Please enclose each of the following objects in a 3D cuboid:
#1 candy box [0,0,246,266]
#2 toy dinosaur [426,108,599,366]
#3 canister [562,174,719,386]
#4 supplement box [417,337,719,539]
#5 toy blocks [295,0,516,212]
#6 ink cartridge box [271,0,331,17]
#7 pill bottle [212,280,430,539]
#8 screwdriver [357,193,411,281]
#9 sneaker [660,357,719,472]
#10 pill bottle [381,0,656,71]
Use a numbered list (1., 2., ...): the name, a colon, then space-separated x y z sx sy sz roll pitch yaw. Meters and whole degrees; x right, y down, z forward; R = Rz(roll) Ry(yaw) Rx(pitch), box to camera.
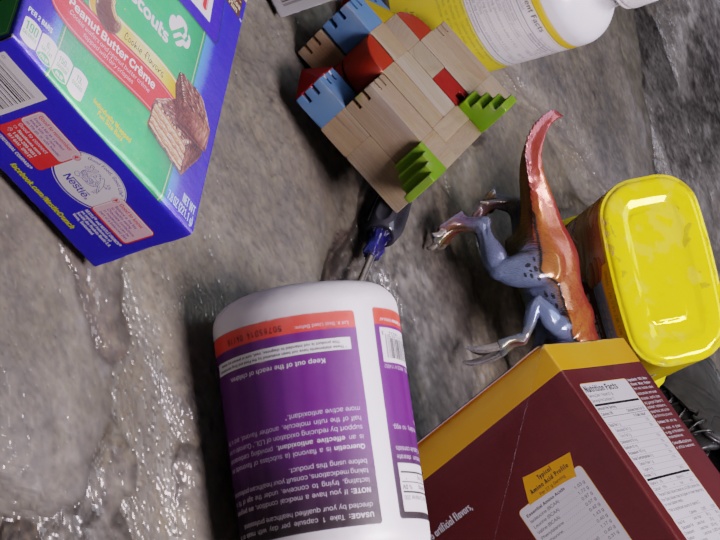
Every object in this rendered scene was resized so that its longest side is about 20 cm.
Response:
1. candy box: -0.147 -0.135 1.278 0.169 0.077 0.200 50 36 -39
2. toy dinosaur: 0.134 0.023 1.650 0.181 0.200 0.105 42 31 15
3. canister: 0.202 0.015 1.734 0.200 0.086 0.149 129 -51 -77
4. supplement box: 0.123 0.179 1.433 0.200 0.197 0.133 56 23 16
5. toy blocks: 0.020 -0.129 1.569 0.137 0.100 0.200 48 30 -2
6. ink cartridge box: -0.030 -0.269 1.591 0.109 0.050 0.200 62 29 -23
7. pill bottle: -0.021 0.112 1.354 0.112 0.112 0.200 13 66 -59
8. screwdriver: 0.000 0.000 1.546 0.028 0.029 0.200 61 34 -26
9. sneaker: 0.266 0.122 1.855 0.200 0.076 0.091 44 23 18
10. pill bottle: 0.113 -0.207 1.663 0.112 0.200 0.112 37 46 -51
